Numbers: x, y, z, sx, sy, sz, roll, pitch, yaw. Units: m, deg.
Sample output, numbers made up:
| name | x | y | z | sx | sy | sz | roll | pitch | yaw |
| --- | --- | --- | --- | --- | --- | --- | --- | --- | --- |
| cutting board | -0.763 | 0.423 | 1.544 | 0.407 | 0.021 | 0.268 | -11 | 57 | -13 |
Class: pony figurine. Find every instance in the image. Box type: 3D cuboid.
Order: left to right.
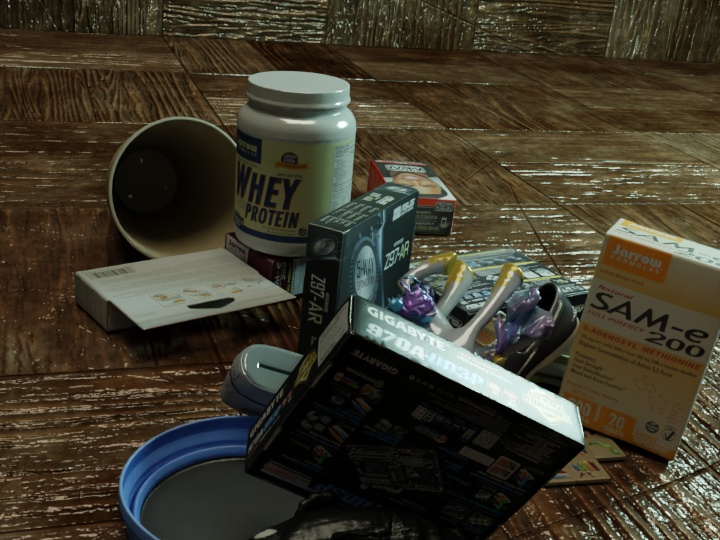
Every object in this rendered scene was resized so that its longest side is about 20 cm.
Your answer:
| name | x | y | z | sx | sy | sz | roll | pitch | yaw |
| --- | --- | --- | --- | --- | --- | --- | --- | --- | --- |
| pony figurine | 0.078 | 0.075 | 0.862 | 0.200 | 0.167 | 0.193 | -36 | 53 | -26 |

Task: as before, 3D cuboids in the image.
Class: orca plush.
| name | x | y | z | sx | sy | sz | roll | pitch | yaw |
| --- | --- | --- | --- | --- | --- | --- | --- | --- | --- |
| orca plush | 0.011 | 0.203 | 0.665 | 0.199 | 0.071 | 0.106 | 15 | 59 | -10 |

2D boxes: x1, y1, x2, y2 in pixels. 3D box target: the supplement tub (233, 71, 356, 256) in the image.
| name | x | y | z | sx | sy | sz | roll | pitch | yaw |
| --- | --- | --- | --- | --- | --- | --- | --- | --- | --- |
| supplement tub | -0.080 | -0.132 | 1.178 | 0.144 | 0.201 | 0.145 | 4 | 22 | -2 |

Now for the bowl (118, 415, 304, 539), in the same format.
| name | x | y | z | sx | sy | sz | roll | pitch | yaw |
| --- | --- | --- | --- | --- | --- | --- | --- | --- | --- |
| bowl | -0.092 | 0.185 | 0.776 | 0.200 | 0.040 | 0.201 | 5 | 23 | -2 |

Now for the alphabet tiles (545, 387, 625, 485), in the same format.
| name | x | y | z | sx | sy | sz | roll | pitch | yaw |
| --- | --- | --- | --- | --- | --- | --- | --- | --- | --- |
| alphabet tiles | 0.159 | 0.154 | 0.962 | 0.166 | 0.006 | 0.200 | -1 | 23 | -15 |

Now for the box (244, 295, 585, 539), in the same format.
| name | x | y | z | sx | sy | sz | roll | pitch | yaw |
| --- | --- | --- | --- | --- | --- | --- | --- | --- | --- |
| box | 0.038 | 0.124 | 0.709 | 0.200 | 0.159 | 0.046 | 26 | 32 | -16 |

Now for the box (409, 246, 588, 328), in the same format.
| name | x | y | z | sx | sy | sz | roll | pitch | yaw |
| --- | --- | --- | --- | --- | --- | --- | --- | --- | --- |
| box | 0.161 | 0.027 | 1.218 | 0.199 | 0.049 | 0.161 | -9 | 28 | -32 |

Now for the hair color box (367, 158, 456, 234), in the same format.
| name | x | y | z | sx | sy | sz | roll | pitch | yaw |
| --- | --- | --- | --- | --- | --- | --- | --- | --- | --- |
| hair color box | 0.078 | -0.121 | 1.537 | 0.101 | 0.061 | 0.200 | 2 | 23 | -12 |

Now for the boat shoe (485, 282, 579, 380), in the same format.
| name | x | y | z | sx | sy | sz | roll | pitch | yaw |
| --- | --- | --- | --- | --- | --- | --- | --- | --- | --- |
| boat shoe | 0.137 | 0.086 | 0.951 | 0.200 | 0.063 | 0.073 | -38 | 35 | -22 |

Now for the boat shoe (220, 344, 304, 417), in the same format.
| name | x | y | z | sx | sy | sz | roll | pitch | yaw |
| --- | --- | --- | --- | --- | --- | --- | --- | --- | --- |
| boat shoe | -0.034 | 0.122 | 0.901 | 0.199 | 0.067 | 0.074 | 24 | 48 | -19 |

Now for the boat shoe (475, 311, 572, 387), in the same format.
| name | x | y | z | sx | sy | sz | roll | pitch | yaw |
| --- | --- | --- | --- | --- | --- | --- | --- | --- | --- |
| boat shoe | 0.217 | 0.086 | 1.048 | 0.199 | 0.069 | 0.075 | 4 | 16 | -23 |

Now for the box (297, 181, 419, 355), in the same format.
| name | x | y | z | sx | sy | sz | roll | pitch | yaw |
| --- | --- | --- | --- | --- | --- | --- | --- | --- | --- |
| box | 0.000 | 0.000 | 1.093 | 0.043 | 0.161 | 0.200 | 16 | 23 | 22 |

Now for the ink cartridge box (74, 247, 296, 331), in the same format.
| name | x | y | z | sx | sy | sz | roll | pitch | yaw |
| --- | --- | --- | --- | --- | --- | --- | --- | --- | --- |
| ink cartridge box | -0.202 | 0.033 | 1.114 | 0.199 | 0.044 | 0.173 | -11 | 29 | -37 |

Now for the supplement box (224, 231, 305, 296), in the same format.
| name | x | y | z | sx | sy | sz | roll | pitch | yaw |
| --- | --- | --- | --- | --- | --- | --- | --- | --- | --- |
| supplement box | -0.065 | -0.020 | 1.254 | 0.199 | 0.061 | 0.109 | -11 | 28 | -37 |

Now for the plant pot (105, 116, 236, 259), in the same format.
| name | x | y | z | sx | sy | sz | roll | pitch | yaw |
| --- | --- | --- | --- | --- | --- | --- | --- | --- | --- |
| plant pot | -0.268 | -0.115 | 1.313 | 0.187 | 0.188 | 0.200 | -5 | 10 | -25 |

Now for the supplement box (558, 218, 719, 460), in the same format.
| name | x | y | z | sx | sy | sz | roll | pitch | yaw |
| --- | --- | --- | --- | --- | --- | --- | --- | --- | --- |
| supplement box | 0.278 | 0.066 | 0.939 | 0.126 | 0.201 | 0.073 | 19 | 22 | 22 |
